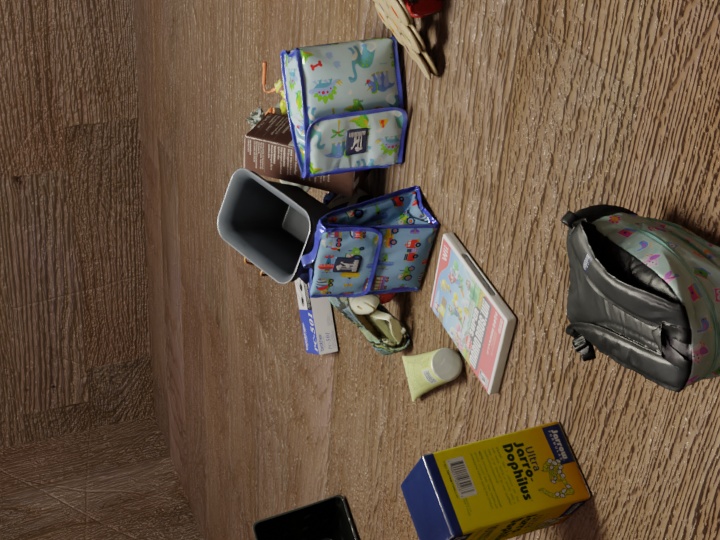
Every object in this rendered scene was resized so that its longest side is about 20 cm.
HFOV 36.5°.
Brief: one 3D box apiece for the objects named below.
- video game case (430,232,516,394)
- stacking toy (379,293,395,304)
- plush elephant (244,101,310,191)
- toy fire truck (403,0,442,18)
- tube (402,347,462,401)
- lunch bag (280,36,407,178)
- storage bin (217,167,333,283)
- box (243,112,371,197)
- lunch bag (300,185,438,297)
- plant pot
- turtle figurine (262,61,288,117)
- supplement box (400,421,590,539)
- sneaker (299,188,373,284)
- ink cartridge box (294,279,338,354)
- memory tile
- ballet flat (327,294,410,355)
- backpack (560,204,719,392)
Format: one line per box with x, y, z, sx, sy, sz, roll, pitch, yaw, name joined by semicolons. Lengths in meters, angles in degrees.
0.159;0.060;1.575;0.200;0.017;0.144;-121;29;-44;video game case
0.000;0.000;1.889;0.200;0.085;0.086;34;131;53;stacking toy
-0.120;-0.230;2.014;0.154;0.165;0.200;37;-175;9;plush elephant
0.058;-0.458;1.558;0.141;0.048;0.202;-168;67;-69;toy fire truck
0.105;0.159;1.727;0.058;0.052;0.200;-62;8;-19;tube
-0.023;-0.252;1.691;0.127;0.169;0.202;-151;54;-69;lunch bag
-0.115;-0.063;1.764;0.200;0.134;0.146;36;113;36;storage bin
-0.087;-0.195;1.824;0.100;0.198;0.075;-58;-20;-53;box
0.002;-0.035;1.683;0.151;0.198;0.094;103;149;-46;lunch bag
-0.101;0.615;2.284;0.178;0.198;0.201;93;159;-62;plant pot
-0.105;-0.265;1.900;0.064;0.160;0.202;-113;19;-75;turtle figurine
0.170;0.282;1.392;0.109;0.198;0.110;114;140;-56;supplement box
-0.041;-0.064;1.858;0.200;0.080;0.115;-54;40;-4;sneaker
-0.093;0.065;2.189;0.094;0.044;0.202;175;85;-71;ink cartridge box
0.045;-0.371;1.572;0.154;0.017;0.200;56;-178;-46;memory tile
0.017;0.065;1.780;0.200;0.074;0.074;46;180;-35;ballet flat
0.292;0.028;1.070;0.200;0.126;0.168;40;148;57;backpack
